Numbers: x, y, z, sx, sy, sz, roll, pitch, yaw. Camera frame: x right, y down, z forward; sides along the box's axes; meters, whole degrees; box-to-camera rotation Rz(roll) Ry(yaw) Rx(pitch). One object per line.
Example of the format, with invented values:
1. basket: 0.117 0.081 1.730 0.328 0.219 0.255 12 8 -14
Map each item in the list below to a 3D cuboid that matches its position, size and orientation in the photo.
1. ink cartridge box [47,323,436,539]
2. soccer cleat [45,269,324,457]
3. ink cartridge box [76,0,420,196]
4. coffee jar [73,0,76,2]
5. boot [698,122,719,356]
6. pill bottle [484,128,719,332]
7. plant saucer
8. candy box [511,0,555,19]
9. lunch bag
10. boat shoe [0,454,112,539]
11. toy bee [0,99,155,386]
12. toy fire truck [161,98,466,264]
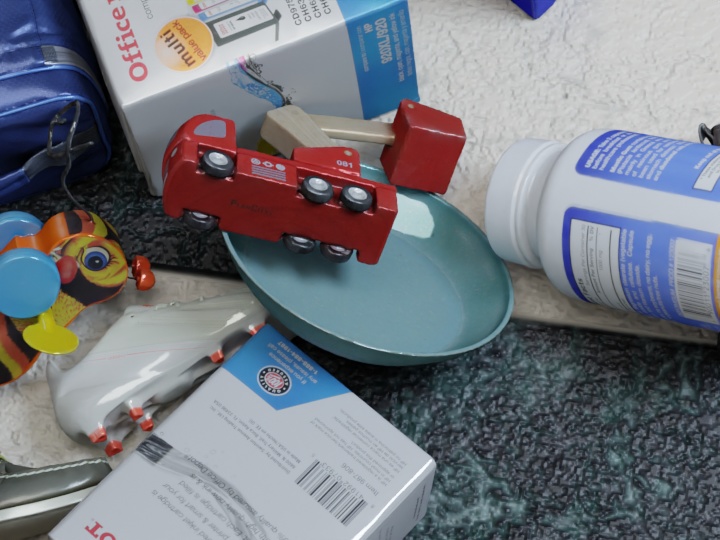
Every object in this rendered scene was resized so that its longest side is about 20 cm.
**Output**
1. ink cartridge box: -0.073 0.156 1.350 0.144 0.084 0.200 38 65 18
2. soccer cleat: -0.113 0.042 1.428 0.199 0.069 0.078 -30 65 -5
3. ink cartridge box: -0.081 -0.169 1.466 0.199 0.145 0.148 -21 68 -4
4. coffee jar: -0.218 -0.231 1.535 0.199 0.085 0.105 -22 67 -3
5. boot: 0.315 -0.026 1.416 0.198 0.069 0.175 3 69 8
6. pill bottle: 0.181 -0.029 1.381 0.199 0.112 0.113 13 68 37
7. plant saucer: 0.000 0.000 1.406 0.198 0.036 0.201 15 34 -11
8. candy box: 0.065 -0.285 1.487 0.077 0.169 0.200 -44 72 -9
9. lunch bag: -0.270 -0.106 1.461 0.199 0.136 0.133 -18 68 -3
10. boat shoe: -0.251 0.146 1.395 0.200 0.072 0.061 -15 72 3
11. toy bee: -0.192 0.007 1.422 0.108 0.200 0.132 26 41 -27
12. toy fire truck: -0.029 -0.068 1.407 0.198 0.049 0.141 13 34 -13
